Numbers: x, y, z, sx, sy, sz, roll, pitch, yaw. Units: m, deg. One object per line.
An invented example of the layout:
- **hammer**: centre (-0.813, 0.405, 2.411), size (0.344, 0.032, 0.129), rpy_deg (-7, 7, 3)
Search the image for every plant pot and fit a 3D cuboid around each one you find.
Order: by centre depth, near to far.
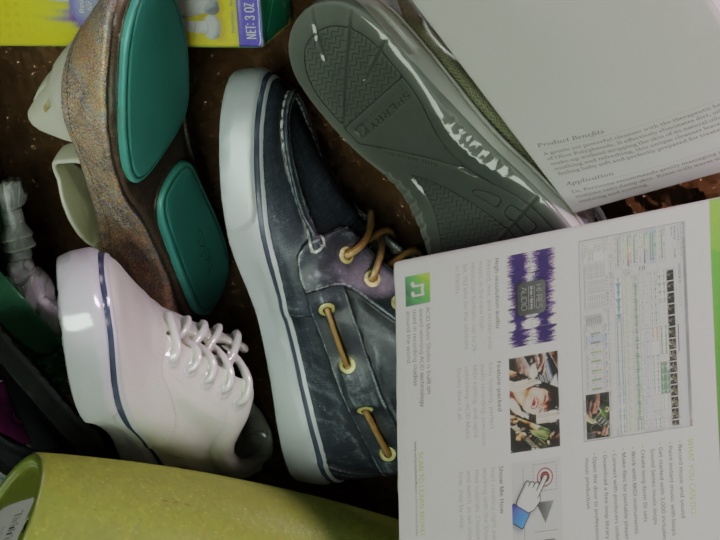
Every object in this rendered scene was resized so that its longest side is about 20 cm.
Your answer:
- **plant pot**: centre (-0.074, 0.162, 1.227), size (0.200, 0.187, 0.187), rpy_deg (29, 117, -18)

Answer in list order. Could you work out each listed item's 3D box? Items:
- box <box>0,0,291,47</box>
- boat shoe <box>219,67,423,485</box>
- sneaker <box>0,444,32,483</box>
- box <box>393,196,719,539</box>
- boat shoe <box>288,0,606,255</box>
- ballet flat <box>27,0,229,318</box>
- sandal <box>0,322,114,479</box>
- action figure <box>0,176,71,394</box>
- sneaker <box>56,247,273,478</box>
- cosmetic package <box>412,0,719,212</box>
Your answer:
- **box**: centre (-0.134, -0.159, 1.234), size (0.199, 0.048, 0.118), rpy_deg (2, 110, 18)
- **boat shoe**: centre (0.000, 0.000, 1.245), size (0.091, 0.071, 0.201), rpy_deg (-5, 115, 17)
- **sneaker**: centre (-0.215, 0.065, 1.282), size (0.072, 0.073, 0.200), rpy_deg (-3, 142, 34)
- **box**: centre (0.103, 0.053, 1.127), size (0.199, 0.036, 0.145), rpy_deg (-11, 72, 36)
- **boat shoe**: centre (0.052, -0.045, 1.213), size (0.202, 0.065, 0.074), rpy_deg (48, 132, -6)
- **ballet flat**: centre (-0.108, -0.053, 1.225), size (0.067, 0.068, 0.200), rpy_deg (14, 137, 21)
- **sandal**: centre (-0.150, 0.074, 1.259), size (0.075, 0.048, 0.201), rpy_deg (38, 164, 41)
- **action figure**: centre (-0.182, -0.024, 1.278), size (0.200, 0.055, 0.118), rpy_deg (57, 159, -20)
- **sneaker**: centre (-0.084, 0.040, 1.240), size (0.070, 0.200, 0.073), rpy_deg (-11, 67, 6)
- **cosmetic package**: centre (0.091, -0.116, 1.103), size (0.107, 0.085, 0.200), rpy_deg (-14, 143, 20)
